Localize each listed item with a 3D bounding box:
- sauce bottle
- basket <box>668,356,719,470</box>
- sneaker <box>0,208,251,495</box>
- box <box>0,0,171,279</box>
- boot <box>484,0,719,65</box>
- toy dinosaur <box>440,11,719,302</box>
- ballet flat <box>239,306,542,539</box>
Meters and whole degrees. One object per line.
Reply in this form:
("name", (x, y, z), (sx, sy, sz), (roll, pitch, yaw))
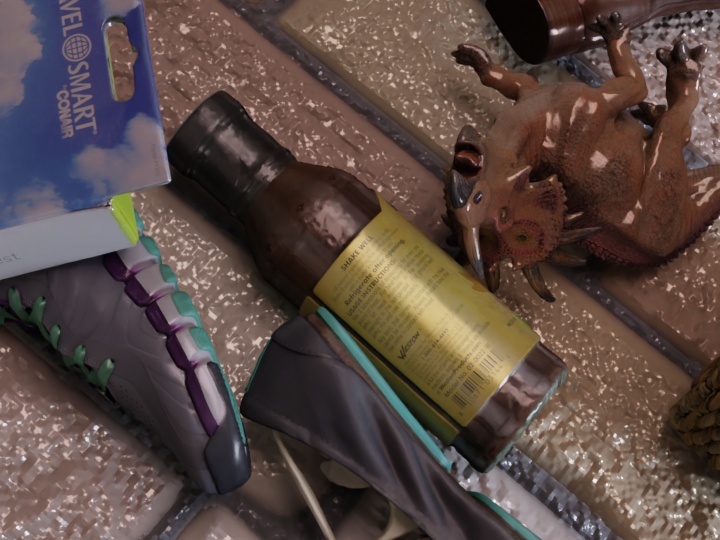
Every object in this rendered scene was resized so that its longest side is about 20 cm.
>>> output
("sauce bottle", (0.000, 0.000, 0.842), (0.200, 0.065, 0.065), (43, 58, 5))
("basket", (0.240, 0.050, 0.815), (0.149, 0.200, 0.143), (45, 58, 8))
("sneaker", (-0.118, 0.019, 0.802), (0.087, 0.075, 0.201), (-27, 67, -9))
("box", (-0.174, -0.053, 0.778), (0.198, 0.048, 0.123), (-13, 65, 3))
("boot", (0.133, -0.201, 0.996), (0.199, 0.064, 0.188), (-18, 75, -27))
("toy dinosaur", (0.109, -0.038, 0.891), (0.198, 0.086, 0.137), (17, 65, -24))
("ballet flat", (0.026, 0.105, 0.800), (0.200, 0.073, 0.073), (45, 59, 1))
